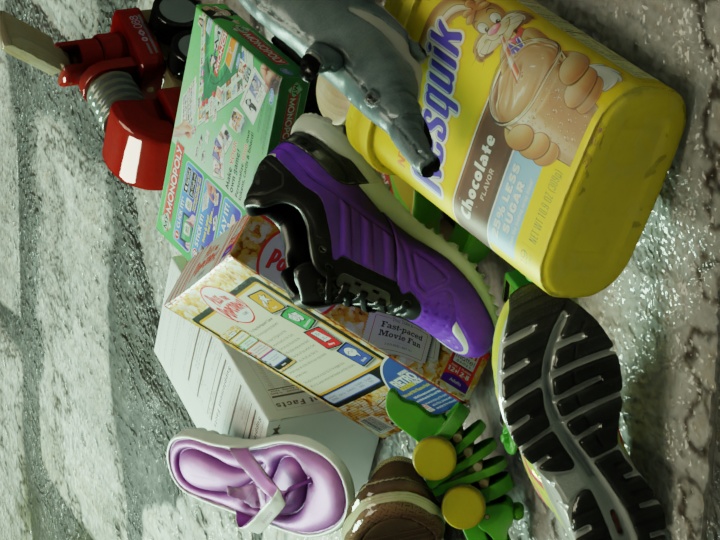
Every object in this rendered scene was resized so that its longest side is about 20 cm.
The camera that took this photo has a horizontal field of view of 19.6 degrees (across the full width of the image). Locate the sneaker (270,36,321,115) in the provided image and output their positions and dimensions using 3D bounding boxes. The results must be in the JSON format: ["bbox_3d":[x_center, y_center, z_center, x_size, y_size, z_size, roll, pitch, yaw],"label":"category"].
[{"bbox_3d":[-0.041,-0.177,1.600,0.200,0.060,0.104,-28,75,58],"label":"sneaker"}]

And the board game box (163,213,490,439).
[{"bbox_3d":[-0.027,0.043,1.504,0.046,0.200,0.151,-64,14,-24],"label":"board game box"}]

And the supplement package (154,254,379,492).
[{"bbox_3d":[-0.076,0.084,1.696,0.200,0.114,0.110,57,145,40],"label":"supplement package"}]

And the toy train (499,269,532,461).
[{"bbox_3d":[0.114,0.033,1.371,0.056,0.042,0.200,-122,32,-57],"label":"toy train"}]

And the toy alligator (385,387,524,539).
[{"bbox_3d":[0.087,0.159,1.452,0.200,0.054,0.059,59,-170,-5],"label":"toy alligator"}]

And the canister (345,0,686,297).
[{"bbox_3d":[0.092,-0.091,1.272,0.200,0.086,0.149,40,119,42],"label":"canister"}]

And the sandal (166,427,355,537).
[{"bbox_3d":[-0.083,0.167,1.579,0.203,0.050,0.083,1,112,46],"label":"sandal"}]

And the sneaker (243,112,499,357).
[{"bbox_3d":[0.000,0.000,1.378,0.200,0.100,0.070,46,154,-6],"label":"sneaker"}]

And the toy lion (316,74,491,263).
[{"bbox_3d":[0.054,-0.100,1.434,0.192,0.069,0.200,-24,77,56],"label":"toy lion"}]

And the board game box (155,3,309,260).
[{"bbox_3d":[-0.102,-0.090,1.628,0.135,0.029,0.200,44,130,44],"label":"board game box"}]

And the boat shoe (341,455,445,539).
[{"bbox_3d":[0.022,0.171,1.510,0.202,0.075,0.075,81,180,-69],"label":"boat shoe"}]

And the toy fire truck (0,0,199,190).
[{"bbox_3d":[-0.214,-0.157,1.799,0.176,0.200,0.129,62,150,34],"label":"toy fire truck"}]

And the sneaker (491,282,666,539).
[{"bbox_3d":[0.122,0.093,1.295,0.090,0.078,0.200,-129,19,-65],"label":"sneaker"}]

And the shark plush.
[{"bbox_3d":[-0.012,-0.117,1.261,0.091,0.083,0.200,-49,52,37],"label":"shark plush"}]
